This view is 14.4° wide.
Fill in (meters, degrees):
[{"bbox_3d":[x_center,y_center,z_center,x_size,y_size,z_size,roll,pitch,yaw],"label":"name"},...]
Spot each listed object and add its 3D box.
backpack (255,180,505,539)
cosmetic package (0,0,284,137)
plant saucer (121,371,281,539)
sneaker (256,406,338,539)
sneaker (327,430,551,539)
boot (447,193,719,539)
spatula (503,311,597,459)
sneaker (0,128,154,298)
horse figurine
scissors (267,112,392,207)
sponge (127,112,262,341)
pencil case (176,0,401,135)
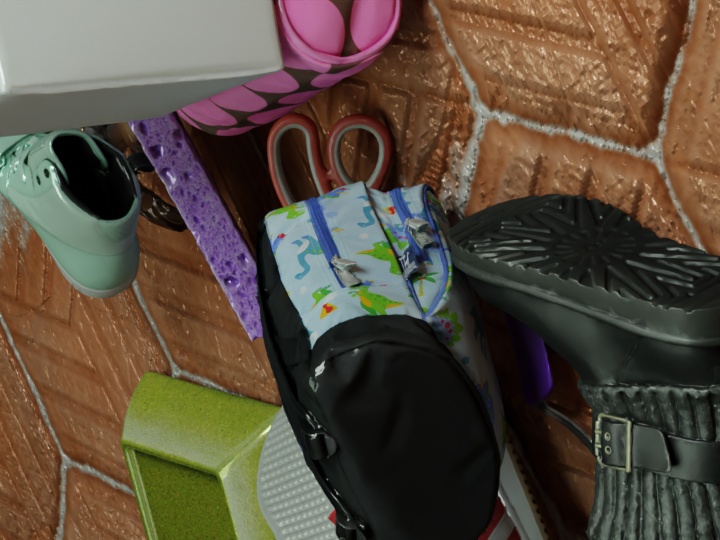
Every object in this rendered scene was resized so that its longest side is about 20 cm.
[{"bbox_3d":[0.008,0.039,1.544,0.200,0.153,0.163,45,162,54],"label":"backpack"},{"bbox_3d":[-0.162,-0.183,1.529,0.167,0.166,0.201,-13,86,61],"label":"cosmetic package"},{"bbox_3d":[-0.095,0.181,1.949,0.200,0.048,0.200,11,119,57],"label":"plant saucer"},{"bbox_3d":[0.002,0.149,1.737,0.075,0.104,0.200,-54,26,21],"label":"sneaker"},{"bbox_3d":[0.052,0.166,1.598,0.071,0.112,0.201,79,169,-74],"label":"sneaker"},{"bbox_3d":[0.126,0.059,1.459,0.211,0.079,0.158,27,132,49],"label":"boot"},{"bbox_3d":[0.124,0.101,1.549,0.200,0.021,0.057,61,163,7],"label":"spatula"},{"bbox_3d":[-0.203,-0.086,1.810,0.200,0.074,0.118,48,155,13],"label":"sneaker"},{"bbox_3d":[-0.166,-0.117,1.855,0.132,0.050,0.201,30,137,55],"label":"horse figurine"},{"bbox_3d":[0.000,0.000,1.656,0.014,0.073,0.201,-80,-24,-70],"label":"scissors"},{"bbox_3d":[-0.107,-0.058,1.736,0.200,0.030,0.112,62,178,-19],"label":"sponge"},{"bbox_3d":[-0.046,-0.138,1.605,0.200,0.090,0.094,-21,73,63],"label":"pencil case"}]
